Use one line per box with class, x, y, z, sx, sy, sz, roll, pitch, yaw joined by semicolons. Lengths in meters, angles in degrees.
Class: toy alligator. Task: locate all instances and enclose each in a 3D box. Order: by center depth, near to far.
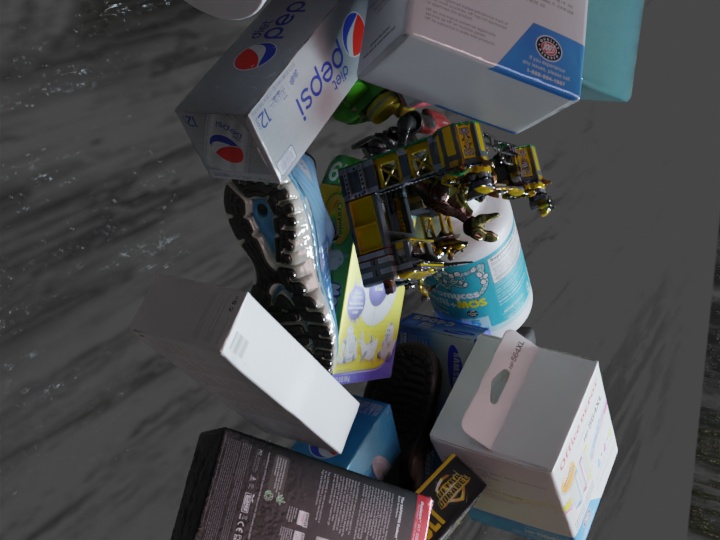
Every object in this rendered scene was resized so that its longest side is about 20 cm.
toy alligator;0.022;-0.160;0.814;0.054;0.059;0.200;-46;170;33

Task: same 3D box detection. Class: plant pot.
plant pot;0.209;-0.271;1.017;0.200;0.141;0.141;-6;104;-54

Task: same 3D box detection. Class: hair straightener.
hair straightener;0.037;-0.112;0.818;0.041;0.077;0.200;60;16;-4

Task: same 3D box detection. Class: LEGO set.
LEGO set;0.078;-0.038;0.751;0.200;0.154;0.116;7;70;-68

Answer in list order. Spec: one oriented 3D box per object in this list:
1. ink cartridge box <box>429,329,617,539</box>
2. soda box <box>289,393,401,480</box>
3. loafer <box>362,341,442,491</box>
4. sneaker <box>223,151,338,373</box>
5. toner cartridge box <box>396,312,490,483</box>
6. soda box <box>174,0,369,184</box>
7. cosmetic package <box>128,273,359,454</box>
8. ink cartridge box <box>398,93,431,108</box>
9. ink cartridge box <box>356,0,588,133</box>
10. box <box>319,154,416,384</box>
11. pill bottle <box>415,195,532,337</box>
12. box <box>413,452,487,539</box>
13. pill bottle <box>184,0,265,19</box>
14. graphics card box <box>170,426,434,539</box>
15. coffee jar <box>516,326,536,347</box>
ink cartridge box;0.165;0.165;0.898;0.129;0.125;0.200;-60;145;-28
soda box;-0.040;0.201;0.806;0.200;0.064;0.068;-50;139;-40
loafer;0.041;0.164;0.937;0.071;0.073;0.200;-13;120;-62
sneaker;-0.042;-0.005;0.725;0.090;0.078;0.200;-47;138;-50
toner cartridge box;0.084;0.153;0.975;0.043;0.095;0.200;-25;120;-55
soda box;-0.048;-0.154;0.673;0.200;0.068;0.063;-59;142;-33
cosmetic package;-0.078;0.074;0.682;0.200;0.082;0.051;53;52;-53
ink cartridge box;0.089;-0.232;0.816;0.200;0.083;0.145;-23;88;-55
ink cartridge box;0.090;-0.223;0.674;0.145;0.084;0.200;15;73;-22
box;0.000;0.000;0.829;0.117;0.048;0.200;2;95;-60
pill bottle;0.111;-0.022;0.950;0.111;0.111;0.200;-60;144;-31
box;0.024;0.276;0.846;0.200;0.049;0.160;-40;163;-27
pill bottle;-0.054;-0.261;0.586;0.200;0.112;0.112;-62;146;-27
graphics card box;-0.044;0.210;0.701;0.200;0.051;0.126;25;65;-27
coffee jar;0.155;0.157;1.090;0.085;0.104;0.200;-31;124;-56
